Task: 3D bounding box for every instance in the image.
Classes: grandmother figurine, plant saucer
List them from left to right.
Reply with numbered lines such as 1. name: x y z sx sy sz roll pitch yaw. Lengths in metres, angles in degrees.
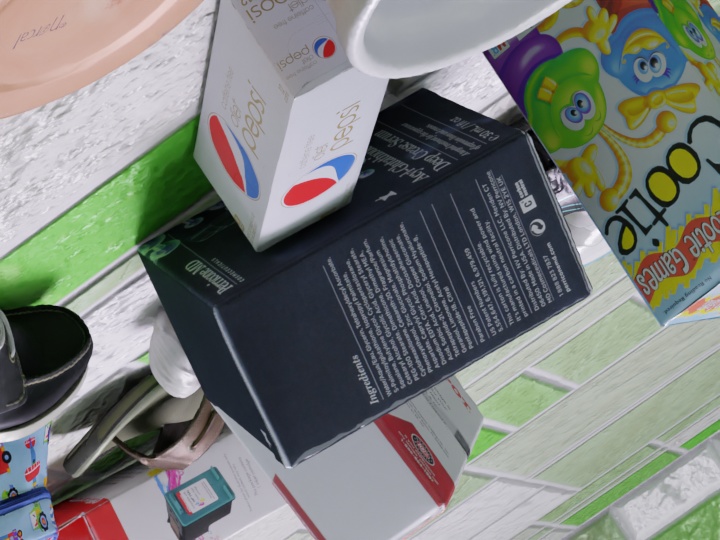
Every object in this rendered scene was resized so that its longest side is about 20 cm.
1. plant saucer: -0.122 -0.121 1.184 0.200 0.032 0.200 -30 165 -9
2. grandmother figurine: -0.052 0.005 1.696 0.200 0.061 0.121 -40 155 17

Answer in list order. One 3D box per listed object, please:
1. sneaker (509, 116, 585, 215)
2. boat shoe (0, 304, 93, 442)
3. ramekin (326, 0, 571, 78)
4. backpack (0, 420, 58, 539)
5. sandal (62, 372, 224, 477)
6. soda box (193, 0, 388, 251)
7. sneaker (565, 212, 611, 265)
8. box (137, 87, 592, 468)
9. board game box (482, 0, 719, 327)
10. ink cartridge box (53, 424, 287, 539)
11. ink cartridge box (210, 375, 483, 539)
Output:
1. sneaker: 0.105 -0.056 1.791 0.200 0.076 0.079 -43 160 33
2. boat shoe: -0.204 0.049 1.488 0.200 0.072 0.068 -17 143 -54
3. ramekin: 0.056 -0.182 1.228 0.200 0.098 0.201 -31 166 -9
4. backpack: -0.248 0.158 1.563 0.200 0.135 0.182 -31 170 41
5. sandal: -0.112 0.098 1.865 0.200 0.058 0.080 -18 159 -46
6. soda box: -0.035 -0.084 1.412 0.063 0.068 0.200 -29 165 -17
7. sneaker: 0.176 -0.079 1.890 0.200 0.077 0.081 -43 155 12
8. box: 0.000 0.000 1.562 0.199 0.108 0.148 -30 -158 -13
9. board game box: 0.173 -0.081 1.599 0.103 0.201 0.105 -39 165 24
10. ink cartridge box: -0.142 0.168 1.947 0.199 0.068 0.116 -28 -175 -20
11. ink cartridge box: -0.005 0.086 1.773 0.084 0.145 0.200 -36 -176 16
